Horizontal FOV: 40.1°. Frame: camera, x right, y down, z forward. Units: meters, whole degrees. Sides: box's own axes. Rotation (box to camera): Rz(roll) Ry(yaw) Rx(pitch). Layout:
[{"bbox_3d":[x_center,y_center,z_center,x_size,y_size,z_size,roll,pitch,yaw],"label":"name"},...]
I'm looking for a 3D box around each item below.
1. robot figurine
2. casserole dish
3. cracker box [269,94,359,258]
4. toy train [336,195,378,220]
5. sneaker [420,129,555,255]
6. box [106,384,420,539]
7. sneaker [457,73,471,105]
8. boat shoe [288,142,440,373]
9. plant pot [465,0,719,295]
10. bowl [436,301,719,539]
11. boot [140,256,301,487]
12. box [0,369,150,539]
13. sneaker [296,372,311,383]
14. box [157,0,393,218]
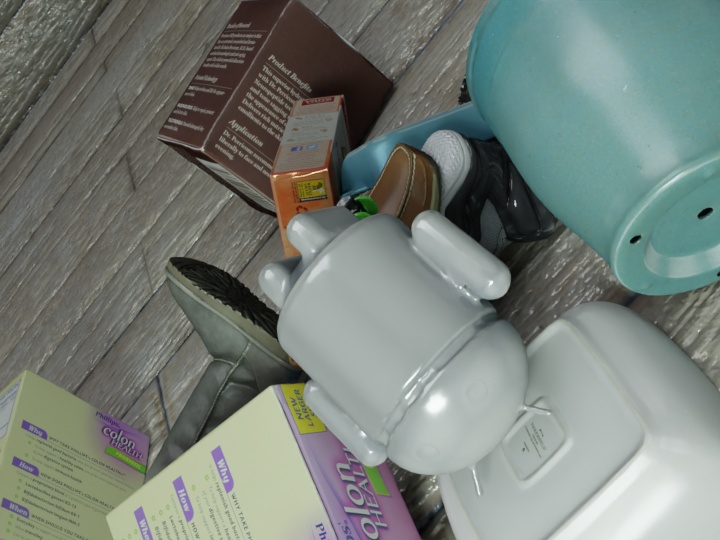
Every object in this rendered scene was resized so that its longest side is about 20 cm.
[{"bbox_3d":[0.026,0.045,0.622,0.200,0.112,0.171,44,121,18],"label":"robot figurine"},{"bbox_3d":[0.064,-0.113,0.866,0.197,0.039,0.121,-24,3,-22],"label":"casserole dish"},{"bbox_3d":[-0.037,-0.070,0.939,0.056,0.137,0.201,-6,27,6],"label":"cracker box"},{"bbox_3d":[0.038,0.029,0.725,0.056,0.200,0.042,-35,21,18],"label":"toy train"},{"bbox_3d":[0.096,-0.014,0.807,0.076,0.111,0.204,-126,38,-56],"label":"sneaker"},{"bbox_3d":[-0.065,0.209,0.714,0.199,0.096,0.178,-39,65,27],"label":"box"},{"bbox_3d":[0.149,-0.182,0.910,0.199,0.071,0.073,-2,69,70],"label":"sneaker"},{"bbox_3d":[0.000,0.000,0.762,0.076,0.073,0.204,46,119,58],"label":"boat shoe"},{"bbox_3d":[0.193,-0.097,0.653,0.199,0.198,0.190,-39,50,24],"label":"plant pot"},{"bbox_3d":[0.132,0.124,0.628,0.200,0.074,0.201,-47,33,15],"label":"bowl"},{"bbox_3d":[-0.144,0.114,0.884,0.181,0.072,0.203,37,111,25],"label":"boot"},{"bbox_3d":[-0.333,0.244,1.061,0.096,0.175,0.202,-35,36,28],"label":"box"},{"bbox_3d":[-0.057,0.082,0.919,0.202,0.086,0.075,-55,29,-1],"label":"sneaker"},{"bbox_3d":[-0.102,-0.186,1.154,0.202,0.165,0.163,-58,30,-6],"label":"box"}]
